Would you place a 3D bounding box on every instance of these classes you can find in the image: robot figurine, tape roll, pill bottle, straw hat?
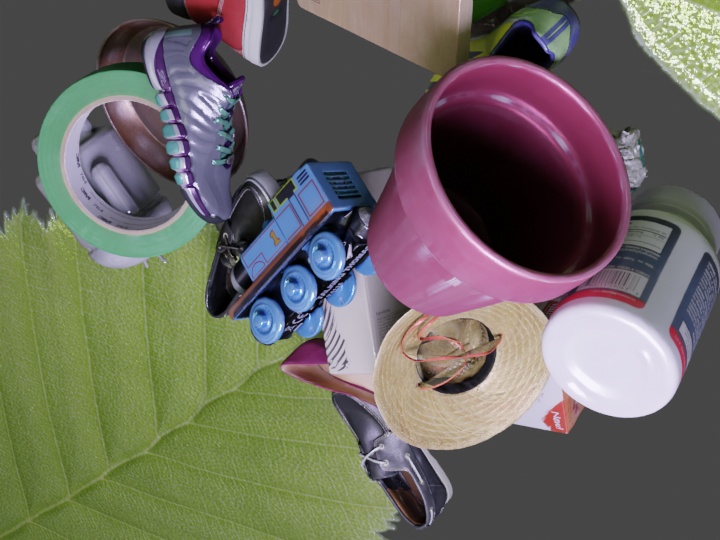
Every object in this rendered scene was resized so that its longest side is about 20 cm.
[{"bbox_3d":[-0.293,-0.086,1.495,0.201,0.113,0.169,55,168,-13],"label":"robot figurine"},{"bbox_3d":[-0.238,-0.116,1.372,0.198,0.048,0.203,3,109,7],"label":"tape roll"},{"bbox_3d":[0.245,0.019,1.127,0.119,0.200,0.120,19,135,20],"label":"pill bottle"},{"bbox_3d":[0.088,0.073,1.284,0.085,0.199,0.203,-121,20,-52],"label":"straw hat"}]

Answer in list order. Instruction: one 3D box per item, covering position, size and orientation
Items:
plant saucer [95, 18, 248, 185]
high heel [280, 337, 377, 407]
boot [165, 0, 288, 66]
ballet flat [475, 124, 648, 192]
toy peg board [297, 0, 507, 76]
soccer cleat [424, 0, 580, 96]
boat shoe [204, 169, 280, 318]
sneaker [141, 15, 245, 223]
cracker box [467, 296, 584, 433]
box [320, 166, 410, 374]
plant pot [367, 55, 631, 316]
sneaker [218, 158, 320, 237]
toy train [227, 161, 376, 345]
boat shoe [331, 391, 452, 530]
[{"bbox_3d":[-0.197,-0.185,1.409,0.199,0.035,0.202,20,133,23],"label":"plant saucer"},{"bbox_3d":[-0.006,0.130,1.411,0.200,0.095,0.068,35,144,56],"label":"high heel"},{"bbox_3d":[-0.133,-0.306,1.245,0.144,0.072,0.201,32,139,13],"label":"boot"},{"bbox_3d":[0.165,-0.116,1.186,0.198,0.072,0.072,8,128,21],"label":"ballet flat"},{"bbox_3d":[0.044,-0.302,1.121,0.198,0.097,0.202,32,137,34],"label":"toy peg board"},{"bbox_3d":[0.111,-0.174,1.160,0.065,0.084,0.200,49,136,-7],"label":"soccer cleat"},{"bbox_3d":[-0.122,-0.020,1.365,0.069,0.056,0.201,43,142,22],"label":"boat shoe"},{"bbox_3d":[-0.146,-0.145,1.280,0.087,0.074,0.202,-11,108,18],"label":"sneaker"},{"bbox_3d":[0.130,0.087,1.368,0.198,0.058,0.135,6,124,31],"label":"cracker box"},{"bbox_3d":[0.000,0.000,1.329,0.068,0.082,0.202,-5,95,38],"label":"box"},{"bbox_3d":[0.099,-0.051,1.104,0.200,0.200,0.179,44,146,-3],"label":"plant pot"},{"bbox_3d":[-0.103,-0.063,1.408,0.085,0.077,0.200,44,136,4],"label":"sneaker"},{"bbox_3d":[-0.057,-0.013,1.270,0.200,0.086,0.115,-46,64,35],"label":"toy train"},{"bbox_3d":[0.031,0.214,1.533,0.072,0.068,0.201,-27,104,46],"label":"boat shoe"}]
